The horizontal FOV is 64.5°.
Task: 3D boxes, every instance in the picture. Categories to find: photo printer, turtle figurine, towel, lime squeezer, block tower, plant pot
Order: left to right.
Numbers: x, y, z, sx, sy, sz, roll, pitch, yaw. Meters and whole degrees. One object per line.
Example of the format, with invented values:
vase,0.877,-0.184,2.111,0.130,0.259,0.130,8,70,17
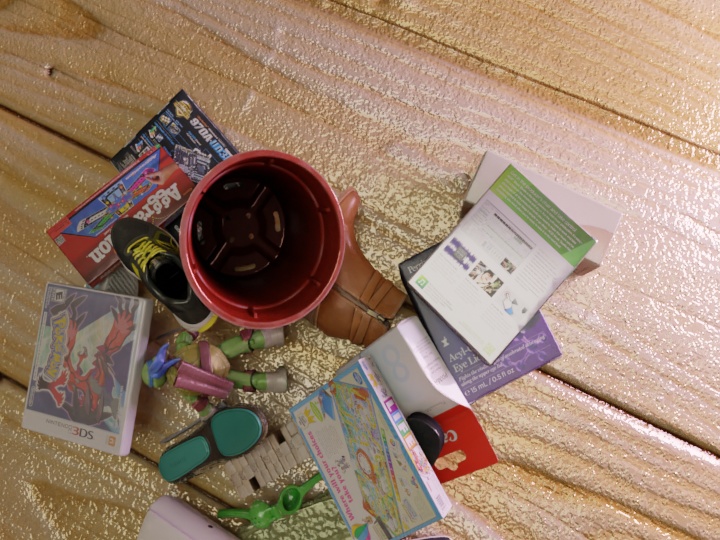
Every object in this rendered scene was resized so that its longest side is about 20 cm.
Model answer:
photo printer,-0.213,0.420,0.746,0.195,0.069,0.171,23,95,18
turtle figurine,-0.204,0.131,0.810,0.187,0.202,0.148,-4,56,-15
plant pot,-0.143,-0.048,0.746,0.194,0.194,0.209,-4,99,-22
lime squeezer,-0.109,0.312,0.774,0.195,0.071,0.039,-26,85,1
block tower,-0.094,0.240,0.791,0.197,0.054,0.059,-34,80,1
towel,-0.066,0.390,0.774,0.195,0.037,0.153,-22,81,1

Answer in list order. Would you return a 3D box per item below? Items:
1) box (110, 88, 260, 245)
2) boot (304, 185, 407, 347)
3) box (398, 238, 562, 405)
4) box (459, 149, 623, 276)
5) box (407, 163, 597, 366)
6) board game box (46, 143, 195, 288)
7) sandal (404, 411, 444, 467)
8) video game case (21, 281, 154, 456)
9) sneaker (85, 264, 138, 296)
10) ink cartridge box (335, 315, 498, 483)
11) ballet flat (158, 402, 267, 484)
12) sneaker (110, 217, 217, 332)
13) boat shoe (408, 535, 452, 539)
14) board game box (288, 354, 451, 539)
box,-0.261,-0.148,0.871,0.159,0.046,0.200,-44,80,-2
boot,0.000,0.000,0.810,0.151,0.074,0.206,24,96,10
box,0.153,0.055,0.768,0.145,0.104,0.205,-27,80,2
box,0.241,-0.077,0.785,0.195,0.095,0.080,27,85,11
box,0.172,-0.008,0.705,0.144,0.036,0.201,43,89,10
board game box,-0.333,-0.082,0.814,0.103,0.020,0.200,44,75,8
sandal,0.049,0.271,0.729,0.074,0.048,0.206,24,118,22
video game case,-0.374,0.129,0.780,0.176,0.023,0.208,7,85,19
sneaker,-0.384,0.085,0.847,0.080,0.073,0.207,13,87,38
ink cartridge box,0.064,0.184,0.737,0.047,0.160,0.204,-20,75,-43
ballet flat,-0.189,0.230,0.780,0.197,0.075,0.069,-32,76,21
sneaker,-0.257,-0.011,0.739,0.199,0.085,0.075,40,73,16
boat shoe,0.042,0.386,0.725,0.193,0.062,0.077,-7,81,-12
board game box,0.007,0.229,0.708,0.133,0.034,0.204,-35,78,27
